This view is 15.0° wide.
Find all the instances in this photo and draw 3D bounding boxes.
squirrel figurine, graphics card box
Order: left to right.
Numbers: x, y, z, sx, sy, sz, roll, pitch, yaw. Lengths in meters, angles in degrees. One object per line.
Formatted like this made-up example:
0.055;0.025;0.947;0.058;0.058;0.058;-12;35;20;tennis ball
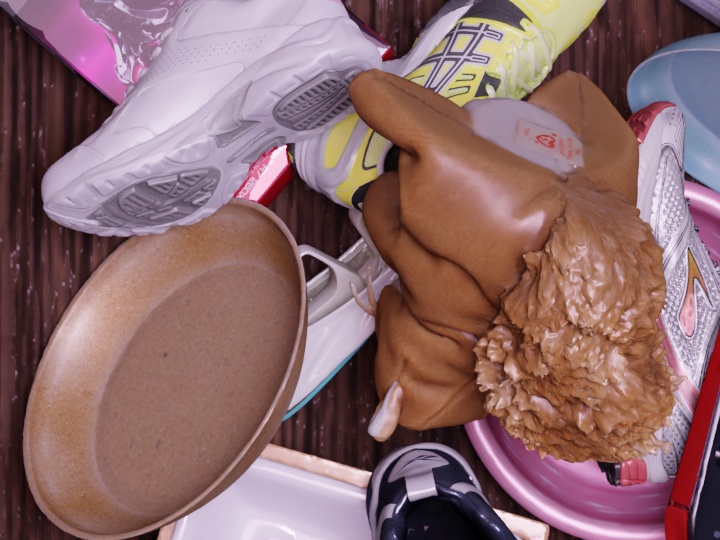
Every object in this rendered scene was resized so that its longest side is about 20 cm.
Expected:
-0.095;-0.136;1.501;0.200;0.051;0.125;41;89;3;graphics card box
0.069;0.021;1.365;0.200;0.141;0.187;49;131;36;squirrel figurine

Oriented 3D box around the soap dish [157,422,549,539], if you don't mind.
-0.016;0.184;1.472;0.200;0.081;0.158;16;88;1;soap dish

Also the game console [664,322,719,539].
0.250;0.090;1.444;0.200;0.031;0.177;18;89;-39;game console

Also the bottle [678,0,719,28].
0.255;-0.142;1.490;0.200;0.065;0.084;34;89;2;bottle

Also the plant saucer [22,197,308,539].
-0.095;0.057;1.450;0.035;0.200;0.200;36;88;-39;plant saucer

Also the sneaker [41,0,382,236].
-0.086;-0.093;1.447;0.200;0.078;0.099;-29;60;11;sneaker

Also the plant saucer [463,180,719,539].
0.149;0.049;1.491;0.200;0.051;0.201;0;88;1;plant saucer

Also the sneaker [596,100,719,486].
0.162;0.011;1.438;0.082;0.078;0.200;-2;94;-9;sneaker

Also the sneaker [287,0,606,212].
0.060;-0.095;1.468;0.200;0.075;0.076;-39;49;-7;sneaker

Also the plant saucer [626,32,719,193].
0.236;-0.070;1.427;0.200;0.200;0.027;24;72;1;plant saucer

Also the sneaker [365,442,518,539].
0.052;0.185;1.366;0.079;0.130;0.199;-10;88;1;sneaker

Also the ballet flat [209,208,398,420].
0.000;0.000;1.481;0.200;0.069;0.069;-41;88;2;ballet flat
